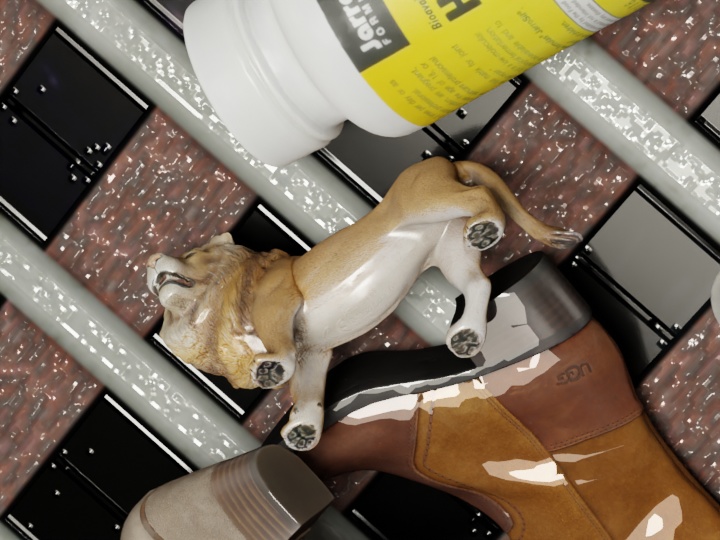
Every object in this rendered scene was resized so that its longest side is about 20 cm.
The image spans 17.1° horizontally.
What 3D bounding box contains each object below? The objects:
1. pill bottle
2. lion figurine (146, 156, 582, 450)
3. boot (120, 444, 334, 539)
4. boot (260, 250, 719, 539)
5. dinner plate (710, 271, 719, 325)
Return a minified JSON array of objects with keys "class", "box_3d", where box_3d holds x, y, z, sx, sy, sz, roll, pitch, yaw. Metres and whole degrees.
[{"class":"pill bottle","box_3d":[0.030,-0.124,0.999,0.200,0.111,0.111,-29,94,21]},{"class":"lion figurine","box_3d":[0.000,0.000,1.045,0.200,0.123,0.073,-25,122,12]},{"class":"boot","box_3d":[-0.032,0.173,1.047,0.200,0.070,0.146,56,134,16]},{"class":"boot","box_3d":[0.066,0.115,1.087,0.188,0.068,0.200,-33,101,13]},{"class":"dinner plate","box_3d":[0.240,0.013,0.952,0.200,0.200,0.024,3,68,15]}]
